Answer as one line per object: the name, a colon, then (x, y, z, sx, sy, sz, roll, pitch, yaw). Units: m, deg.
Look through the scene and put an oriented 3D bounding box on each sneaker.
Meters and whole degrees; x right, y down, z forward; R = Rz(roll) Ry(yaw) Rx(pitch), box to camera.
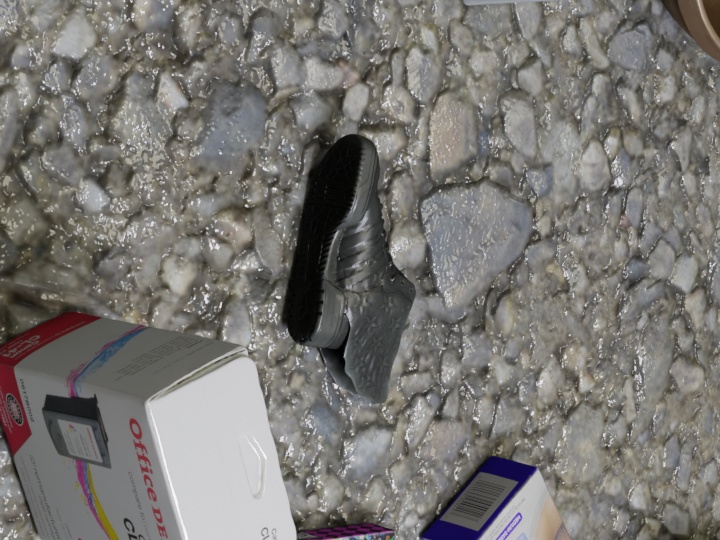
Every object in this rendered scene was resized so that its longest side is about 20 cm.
sneaker: (0.002, 0.000, 1.205, 0.104, 0.060, 0.202, 13, 92, -40)

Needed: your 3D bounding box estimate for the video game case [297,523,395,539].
video game case: (-0.059, 0.299, 1.199, 0.199, 0.036, 0.184, 1, 95, -42)

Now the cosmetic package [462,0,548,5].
cosmetic package: (0.179, -0.333, 1.248, 0.199, 0.165, 0.169, -35, 117, -32)

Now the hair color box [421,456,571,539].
hair color box: (0.142, 0.279, 1.359, 0.109, 0.064, 0.201, -44, 123, -29)

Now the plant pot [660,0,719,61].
plant pot: (0.337, -0.296, 1.442, 0.199, 0.092, 0.203, -6, 98, -42)

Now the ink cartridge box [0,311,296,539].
ink cartridge box: (-0.146, 0.117, 0.991, 0.085, 0.199, 0.149, -27, 112, -36)
